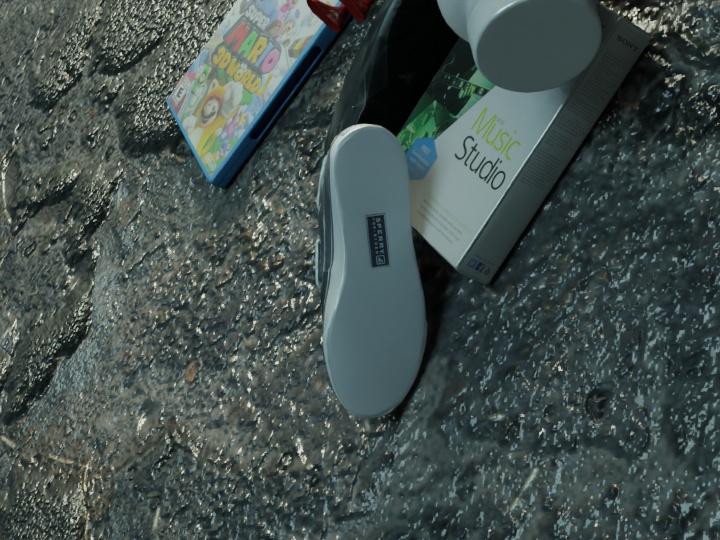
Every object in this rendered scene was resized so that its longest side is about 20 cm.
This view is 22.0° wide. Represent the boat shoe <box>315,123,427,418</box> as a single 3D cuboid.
[{"bbox_3d":[0.000,0.000,1.283,0.068,0.072,0.200,-174,79,-75],"label":"boat shoe"}]

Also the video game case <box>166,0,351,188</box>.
[{"bbox_3d":[-0.085,-0.184,1.565,0.200,0.018,0.143,-52,37,17],"label":"video game case"}]

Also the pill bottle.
[{"bbox_3d":[0.098,-0.214,1.214,0.111,0.111,0.200,-40,41,31],"label":"pill bottle"}]

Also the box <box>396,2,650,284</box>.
[{"bbox_3d":[0.097,-0.108,1.275,0.200,0.036,0.144,-56,37,9],"label":"box"}]

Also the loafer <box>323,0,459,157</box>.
[{"bbox_3d":[0.023,-0.156,1.370,0.072,0.073,0.200,25,89,59],"label":"loafer"}]

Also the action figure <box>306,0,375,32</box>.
[{"bbox_3d":[0.036,-0.265,1.394,0.200,0.052,0.065,-50,12,-24],"label":"action figure"}]
